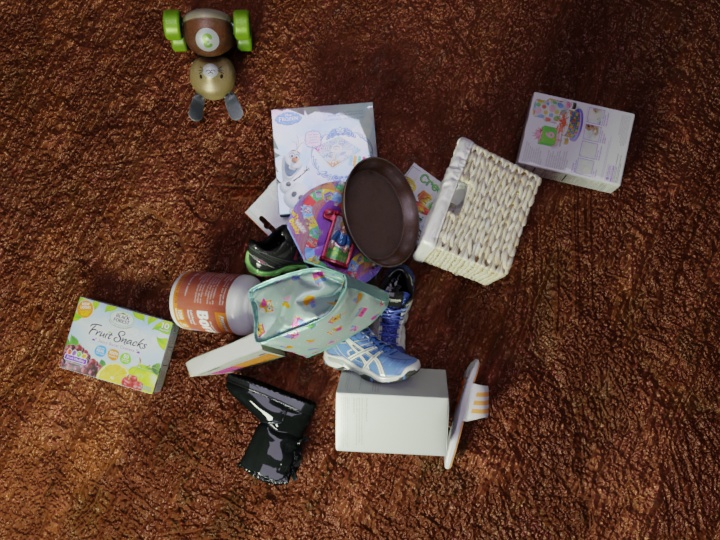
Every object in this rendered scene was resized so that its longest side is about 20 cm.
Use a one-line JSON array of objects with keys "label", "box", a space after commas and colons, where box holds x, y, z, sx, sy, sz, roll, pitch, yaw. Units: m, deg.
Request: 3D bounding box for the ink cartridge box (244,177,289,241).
[{"label": "ink cartridge box", "box": [-0.121, -0.148, 1.319, 0.109, 0.050, 0.200, 43, 88, 6]}]

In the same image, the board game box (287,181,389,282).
[{"label": "board game box", "box": [-0.039, -0.064, 1.219, 0.156, 0.039, 0.202, -27, 92, -9]}]

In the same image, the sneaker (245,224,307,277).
[{"label": "sneaker", "box": [-0.122, -0.048, 1.255, 0.198, 0.077, 0.085, -18, 121, -26]}]

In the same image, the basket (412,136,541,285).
[{"label": "basket", "box": [0.201, -0.094, 1.179, 0.159, 0.200, 0.201, 22, 84, 4]}]

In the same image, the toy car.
[{"label": "toy car", "box": [-0.296, -0.402, 1.326, 0.162, 0.158, 0.203, -2, 93, -6]}]

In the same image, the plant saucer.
[{"label": "plant saucer", "box": [0.032, -0.104, 1.214, 0.034, 0.198, 0.204, -9, 79, 45]}]

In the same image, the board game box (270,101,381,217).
[{"label": "board game box", "box": [-0.065, -0.211, 1.271, 0.197, 0.043, 0.202, -5, 88, -3]}]

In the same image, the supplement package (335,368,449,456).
[{"label": "supplement package", "box": [0.058, 0.251, 1.202, 0.197, 0.117, 0.119, 2, 106, 5]}]

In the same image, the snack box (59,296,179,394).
[{"label": "snack box", "box": [-0.470, 0.146, 1.303, 0.197, 0.053, 0.144, 14, 82, 6]}]

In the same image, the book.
[{"label": "book", "box": [-0.221, 0.157, 1.209, 0.132, 0.200, 0.049, -22, 82, 0]}]

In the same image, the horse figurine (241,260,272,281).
[{"label": "horse figurine", "box": [-0.144, 0.043, 1.296, 0.197, 0.050, 0.134, 16, 78, 4]}]

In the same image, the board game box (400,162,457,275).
[{"label": "board game box", "box": [0.146, -0.100, 1.300, 0.199, 0.035, 0.127, 36, 85, 8]}]

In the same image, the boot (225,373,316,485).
[{"label": "boot", "box": [-0.188, 0.300, 1.255, 0.196, 0.073, 0.165, 20, 87, 6]}]

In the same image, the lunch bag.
[{"label": "lunch bag", "box": [-0.065, 0.060, 1.140, 0.198, 0.170, 0.124, -24, 66, 22]}]

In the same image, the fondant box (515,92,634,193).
[{"label": "fondant box", "box": [0.413, -0.247, 1.289, 0.197, 0.058, 0.146, 14, 84, 5]}]

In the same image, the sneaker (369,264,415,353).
[{"label": "sneaker", "box": [0.055, 0.080, 1.241, 0.079, 0.115, 0.203, 10, 84, 7]}]

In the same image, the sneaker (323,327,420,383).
[{"label": "sneaker", "box": [0.015, 0.148, 1.199, 0.197, 0.075, 0.078, 9, 108, 28]}]

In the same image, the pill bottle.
[{"label": "pill bottle", "box": [-0.248, 0.062, 1.241, 0.197, 0.112, 0.114, 3, 82, 25]}]

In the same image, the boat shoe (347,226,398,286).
[{"label": "boat shoe", "box": [0.000, 0.000, 1.285, 0.072, 0.065, 0.202, 31, 86, -27]}]

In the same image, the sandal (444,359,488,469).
[{"label": "sandal", "box": [0.204, 0.269, 1.229, 0.058, 0.079, 0.210, 14, 92, 5]}]
